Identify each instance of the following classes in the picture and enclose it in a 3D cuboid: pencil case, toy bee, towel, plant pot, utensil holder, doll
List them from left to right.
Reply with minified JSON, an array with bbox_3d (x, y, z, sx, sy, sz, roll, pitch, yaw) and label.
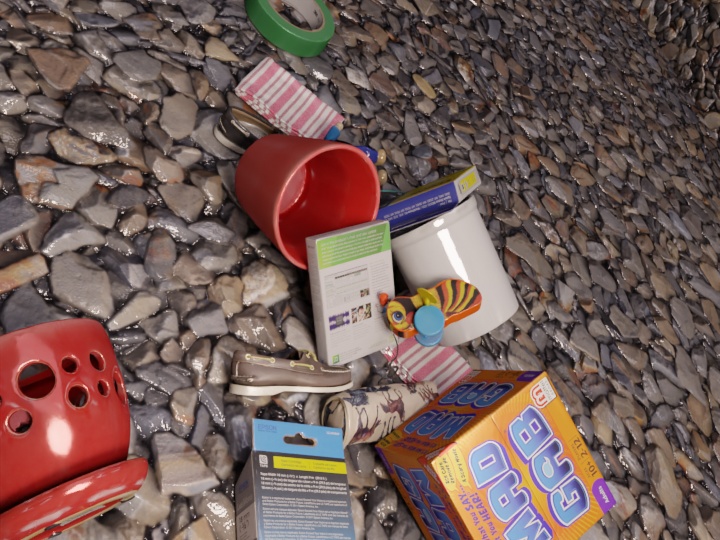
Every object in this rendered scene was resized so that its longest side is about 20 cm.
[{"bbox_3d":[-0.331,0.174,0.778,0.198,0.200,0.186,-12,73,-44],"label":"plant pot"},{"bbox_3d":[-0.131,-0.319,1.454,0.199,0.030,0.147,38,41,-9],"label":"towel"},{"bbox_3d":[-0.097,-0.124,1.194,0.197,0.205,0.176,-3,24,-41],"label":"plant pot"},{"bbox_3d":[-0.032,-0.208,1.414,0.198,0.048,0.140,1,84,-48],"label":"doll"},{"bbox_3d":[0.032,0.217,1.127,0.197,0.092,0.077,-1,15,-37],"label":"pencil case"},{"bbox_3d":[0.083,0.063,1.153,0.198,0.132,0.109,-27,68,-30],"label":"toy bee"},{"bbox_3d":[0.103,0.133,1.297,0.201,0.030,0.146,52,40,7],"label":"towel"},{"bbox_3d":[0.154,0.002,1.272,0.169,0.168,0.203,-32,99,-49],"label":"utensil holder"}]

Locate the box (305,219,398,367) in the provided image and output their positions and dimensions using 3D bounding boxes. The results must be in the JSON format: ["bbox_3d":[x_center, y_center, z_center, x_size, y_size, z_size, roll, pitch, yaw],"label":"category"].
[{"bbox_3d":[-0.010,0.034,1.172,0.142,0.036,0.205,-15,109,-36],"label":"box"}]

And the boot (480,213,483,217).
[{"bbox_3d":[0.165,-0.072,1.503,0.128,0.068,0.202,25,44,-5],"label":"boot"}]

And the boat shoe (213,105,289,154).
[{"bbox_3d":[-0.159,-0.226,1.342,0.197,0.060,0.075,26,42,-22],"label":"boat shoe"}]

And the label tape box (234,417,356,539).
[{"bbox_3d":[-0.084,0.304,0.975,0.142,0.063,0.203,14,50,-31],"label":"label tape box"}]

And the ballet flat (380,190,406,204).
[{"bbox_3d":[0.117,-0.119,1.453,0.195,0.074,0.074,-5,57,-13],"label":"ballet flat"}]

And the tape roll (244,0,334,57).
[{"bbox_3d":[-0.149,-0.548,1.621,0.197,0.048,0.203,23,45,-24],"label":"tape roll"}]

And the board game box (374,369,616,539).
[{"bbox_3d":[0.176,0.275,1.031,0.198,0.200,0.202,-32,95,-20],"label":"board game box"}]

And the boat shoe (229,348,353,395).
[{"bbox_3d":[-0.094,0.143,1.083,0.196,0.071,0.061,3,86,-33],"label":"boat shoe"}]

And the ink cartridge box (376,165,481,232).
[{"bbox_3d":[0.090,-0.111,1.282,0.200,0.194,0.048,-34,104,-63],"label":"ink cartridge box"}]
